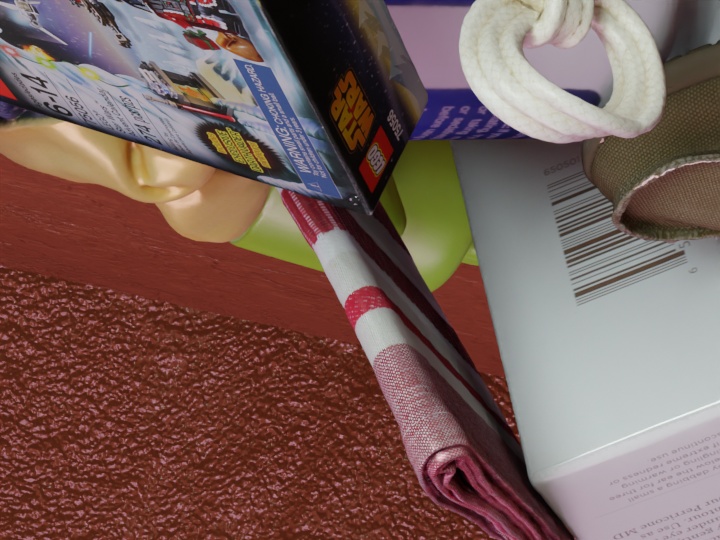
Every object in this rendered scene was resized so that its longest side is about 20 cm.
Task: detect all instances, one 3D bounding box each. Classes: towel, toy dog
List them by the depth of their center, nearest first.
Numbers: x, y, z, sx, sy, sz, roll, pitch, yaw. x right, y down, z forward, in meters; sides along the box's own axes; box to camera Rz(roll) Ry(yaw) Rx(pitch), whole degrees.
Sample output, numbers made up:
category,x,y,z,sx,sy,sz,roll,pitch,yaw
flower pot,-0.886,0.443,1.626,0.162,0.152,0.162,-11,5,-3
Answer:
category,x,y,z,sx,sy,sz,roll,pitch,yaw
toy dog,0.085,-0.120,0.713,0.199,0.097,0.132,-19,-119,-45
towel,0.000,0.000,0.902,0.023,0.201,0.144,-32,152,5

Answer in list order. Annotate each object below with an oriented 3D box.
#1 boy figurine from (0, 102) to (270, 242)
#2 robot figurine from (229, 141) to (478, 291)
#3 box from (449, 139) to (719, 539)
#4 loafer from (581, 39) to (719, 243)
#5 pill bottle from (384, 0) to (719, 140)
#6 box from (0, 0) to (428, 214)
category,x,y,z,sx,sy,sz,roll,pitch,yaw
boy figurine,-0.092,-0.061,0.979,0.124,0.065,0.199,7,169,45
robot figurine,-0.012,-0.058,1.334,0.199,0.116,0.175,16,180,-15
box,0.124,0.033,0.982,0.106,0.153,0.200,-22,144,14
loafer,0.154,-0.025,0.781,0.199,0.068,0.076,-5,159,25
pill bottle,0.029,-0.098,0.829,0.199,0.121,0.120,-1,178,-20
box,-0.073,-0.091,0.659,0.136,0.040,0.200,18,159,24
